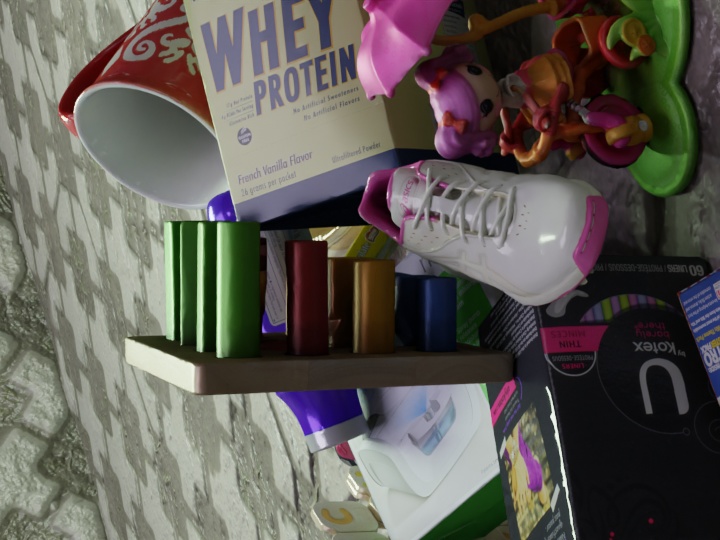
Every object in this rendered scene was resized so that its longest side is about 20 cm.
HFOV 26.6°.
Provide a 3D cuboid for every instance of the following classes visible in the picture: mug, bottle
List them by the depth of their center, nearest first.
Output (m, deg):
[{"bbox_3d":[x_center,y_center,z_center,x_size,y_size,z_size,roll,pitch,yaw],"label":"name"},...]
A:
[{"bbox_3d":[-0.049,0.032,1.117,0.084,0.065,0.201,0,-112,-77],"label":"bottle"},{"bbox_3d":[-0.139,-0.173,1.187,0.134,0.177,0.201,93,-162,-55],"label":"mug"}]

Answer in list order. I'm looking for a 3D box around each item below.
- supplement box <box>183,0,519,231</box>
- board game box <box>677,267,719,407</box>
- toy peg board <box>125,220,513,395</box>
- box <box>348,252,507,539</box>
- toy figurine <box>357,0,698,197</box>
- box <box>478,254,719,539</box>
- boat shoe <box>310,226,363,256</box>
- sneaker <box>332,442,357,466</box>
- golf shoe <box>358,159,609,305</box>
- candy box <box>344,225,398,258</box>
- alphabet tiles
[{"bbox_3d":[-0.005,-0.143,1.089,0.134,0.200,0.201,-17,84,28],"label":"supplement box"},{"bbox_3d":[0.254,0.078,0.806,0.152,0.046,0.201,134,121,-65],"label":"board game box"},{"bbox_3d":[-0.033,0.017,0.967,0.200,0.198,0.098,-173,82,-70],"label":"toy peg board"},{"bbox_3d":[0.079,0.080,1.107,0.200,0.096,0.177,-46,59,41],"label":"box"},{"bbox_3d":[0.090,-0.124,0.924,0.150,0.183,0.201,148,107,-68],"label":"toy figurine"},{"bbox_3d":[0.154,0.101,0.918,0.106,0.122,0.201,119,147,-60],"label":"box"},{"bbox_3d":[-0.013,-0.034,1.397,0.200,0.069,0.074,-49,35,39],"label":"boat shoe"},{"bbox_3d":[-0.014,0.136,1.404,0.200,0.074,0.081,-94,-5,-80],"label":"sneaker"},{"bbox_3d":[0.066,-0.027,0.878,0.200,0.091,0.076,5,78,66],"label":"golf shoe"},{"bbox_3d":[0.000,0.000,1.255,0.026,0.200,0.102,27,144,8],"label":"candy box"},{"bbox_3d":[0.068,0.207,1.159,0.200,0.195,0.015,49,129,52],"label":"alphabet tiles"}]
